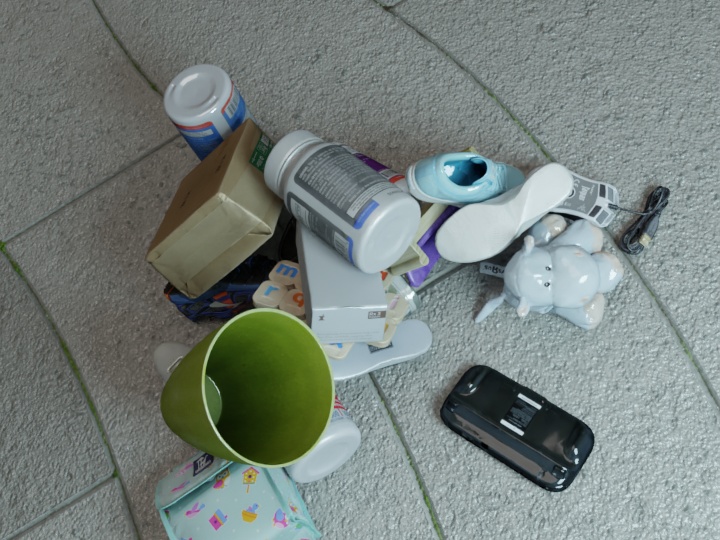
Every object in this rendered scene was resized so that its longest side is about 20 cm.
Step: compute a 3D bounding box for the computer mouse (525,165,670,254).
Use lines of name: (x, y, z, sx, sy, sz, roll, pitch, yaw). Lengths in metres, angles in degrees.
computer mouse: (0.331, -0.097, 1.273, 0.199, 0.044, 0.110, 21, 77, 18)

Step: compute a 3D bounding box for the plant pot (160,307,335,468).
plant pot: (-0.164, 0.157, 1.116, 0.199, 0.186, 0.188, -19, 53, 49)

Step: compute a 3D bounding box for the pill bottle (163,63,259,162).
pill bottle: (-0.221, -0.222, 1.402, 0.111, 0.200, 0.113, -7, 60, 13)

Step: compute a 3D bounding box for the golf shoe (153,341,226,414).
golf shoe: (-0.240, 0.159, 1.290, 0.200, 0.092, 0.075, 34, 80, 29)

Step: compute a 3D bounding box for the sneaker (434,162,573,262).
sneaker: (0.194, -0.071, 1.191, 0.199, 0.088, 0.076, -29, 86, 6)

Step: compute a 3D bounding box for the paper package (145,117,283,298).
paper package: (-0.200, -0.092, 1.297, 0.190, 0.103, 0.201, -35, 27, 32)

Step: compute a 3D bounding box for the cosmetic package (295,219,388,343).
cosmetic package: (-0.029, 0.003, 1.184, 0.101, 0.074, 0.201, -1, 45, -8)

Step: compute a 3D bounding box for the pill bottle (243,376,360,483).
pill bottle: (-0.095, 0.182, 1.223, 0.112, 0.112, 0.200, -37, 61, -3)

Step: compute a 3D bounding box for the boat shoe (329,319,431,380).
boat shoe: (0.001, 0.114, 1.210, 0.199, 0.057, 0.069, -9, 73, -17)

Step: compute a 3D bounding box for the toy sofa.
toy sofa: (0.115, -0.074, 1.252, 0.098, 0.083, 0.200, 48, 61, -11)

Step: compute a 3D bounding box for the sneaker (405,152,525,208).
sneaker: (0.161, -0.120, 1.190, 0.082, 0.199, 0.074, -12, 83, 56)

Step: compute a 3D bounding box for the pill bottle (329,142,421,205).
pill bottle: (-0.013, -0.122, 1.345, 0.199, 0.113, 0.113, 31, 77, 27)

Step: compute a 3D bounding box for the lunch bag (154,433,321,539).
lunch bag: (-0.174, 0.310, 1.182, 0.170, 0.122, 0.200, -37, 53, 1)

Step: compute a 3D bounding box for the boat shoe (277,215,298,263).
boat shoe: (-0.070, -0.080, 1.285, 0.069, 0.056, 0.200, 48, 118, 20)

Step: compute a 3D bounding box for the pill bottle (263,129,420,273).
pill bottle: (-0.028, -0.095, 1.152, 0.114, 0.114, 0.200, -46, 61, -8)

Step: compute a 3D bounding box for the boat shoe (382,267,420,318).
boat shoe: (0.001, 0.001, 1.306, 0.065, 0.075, 0.202, -42, 68, -11)

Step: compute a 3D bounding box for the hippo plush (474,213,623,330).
hippo plush: (0.245, -0.010, 1.169, 0.199, 0.161, 0.160, 4, 82, 17)

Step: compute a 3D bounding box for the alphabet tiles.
alphabet tiles: (-0.040, 0.044, 1.204, 0.199, 0.015, 0.196, 17, 42, 14)

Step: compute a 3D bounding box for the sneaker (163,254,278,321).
sneaker: (-0.196, 0.031, 1.348, 0.199, 0.079, 0.076, -8, 39, 19)

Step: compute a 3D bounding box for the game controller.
game controller: (0.206, 0.204, 1.172, 0.199, 0.042, 0.104, 30, 62, 26)
